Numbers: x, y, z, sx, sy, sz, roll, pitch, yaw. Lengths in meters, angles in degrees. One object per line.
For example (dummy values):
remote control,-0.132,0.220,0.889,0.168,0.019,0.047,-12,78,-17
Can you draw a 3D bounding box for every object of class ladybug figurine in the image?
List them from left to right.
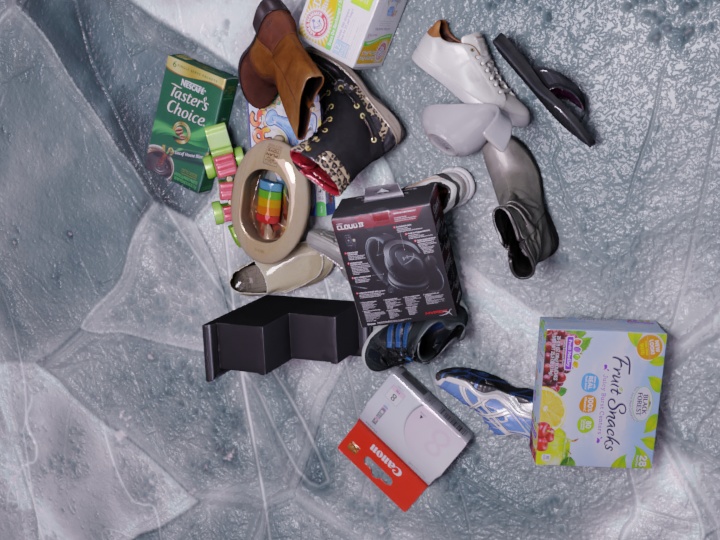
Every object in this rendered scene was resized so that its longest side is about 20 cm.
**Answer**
ladybug figurine,-0.132,-0.111,1.491,0.135,0.072,0.202,19,110,19

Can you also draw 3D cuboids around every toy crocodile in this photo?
toy crocodile,-0.213,-0.137,1.554,0.067,0.062,0.202,-11,103,-9

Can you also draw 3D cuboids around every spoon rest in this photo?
spoon rest,0.151,-0.197,1.330,0.099,0.200,0.061,40,81,-22

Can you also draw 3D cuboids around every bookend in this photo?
bookend,-0.108,0.110,1.500,0.198,0.198,0.093,3,103,24

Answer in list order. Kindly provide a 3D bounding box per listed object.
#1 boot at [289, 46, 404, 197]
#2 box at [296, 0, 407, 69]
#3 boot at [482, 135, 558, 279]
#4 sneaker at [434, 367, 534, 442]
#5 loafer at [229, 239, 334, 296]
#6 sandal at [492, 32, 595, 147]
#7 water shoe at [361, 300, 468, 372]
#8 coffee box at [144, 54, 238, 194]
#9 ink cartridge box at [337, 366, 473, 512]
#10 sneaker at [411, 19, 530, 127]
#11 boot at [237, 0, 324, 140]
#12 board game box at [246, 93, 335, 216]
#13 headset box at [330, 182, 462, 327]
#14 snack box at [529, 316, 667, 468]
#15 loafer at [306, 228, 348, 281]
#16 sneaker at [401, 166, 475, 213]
boot,-0.049,-0.218,1.411,0.200,0.151,0.073,44,158,-6
box,0.002,-0.405,1.381,0.112,0.101,0.201,30,113,17
boot,0.214,-0.094,1.333,0.067,0.130,0.202,-23,91,28
sneaker,0.199,0.204,1.440,0.198,0.076,0.078,21,106,22
loafer,-0.131,0.004,1.560,0.199,0.068,0.076,-21,92,28
sandal,0.260,-0.254,1.311,0.048,0.075,0.201,-40,83,10
water shoe,0.077,0.109,1.466,0.199,0.079,0.071,-37,119,28
coffee box,-0.282,-0.243,1.590,0.122,0.044,0.202,26,112,18
ink cartridge box,0.063,0.279,1.542,0.162,0.057,0.201,42,111,11
sneaker,0.165,-0.280,1.346,0.199,0.073,0.085,39,118,15
boot,-0.108,-0.260,1.383,0.201,0.068,0.189,63,142,34
board game box,-0.111,-0.189,1.524,0.134,0.034,0.202,2,103,25
headset box,0.052,-0.028,1.377,0.147,0.077,0.202,-9,115,17
snack box,0.329,0.170,1.344,0.167,0.068,0.202,3,105,0
loafer,0.000,0.000,1.486,0.199,0.070,0.070,29,111,9
sneaker,0.071,-0.096,1.433,0.199,0.080,0.074,-29,90,30
